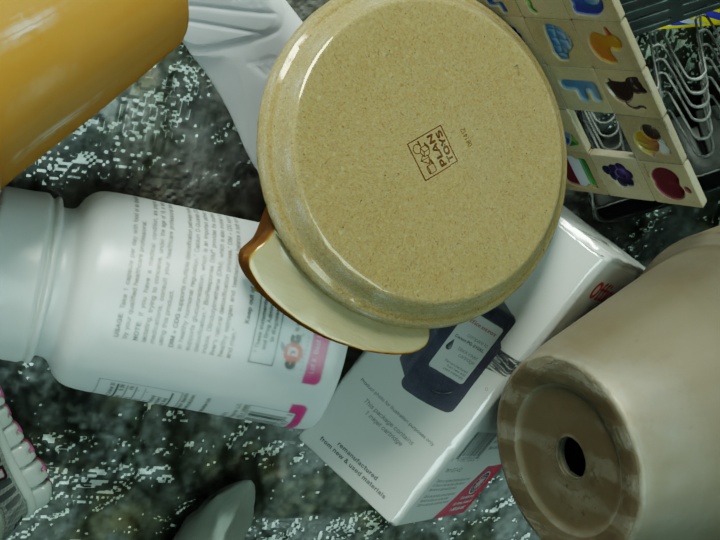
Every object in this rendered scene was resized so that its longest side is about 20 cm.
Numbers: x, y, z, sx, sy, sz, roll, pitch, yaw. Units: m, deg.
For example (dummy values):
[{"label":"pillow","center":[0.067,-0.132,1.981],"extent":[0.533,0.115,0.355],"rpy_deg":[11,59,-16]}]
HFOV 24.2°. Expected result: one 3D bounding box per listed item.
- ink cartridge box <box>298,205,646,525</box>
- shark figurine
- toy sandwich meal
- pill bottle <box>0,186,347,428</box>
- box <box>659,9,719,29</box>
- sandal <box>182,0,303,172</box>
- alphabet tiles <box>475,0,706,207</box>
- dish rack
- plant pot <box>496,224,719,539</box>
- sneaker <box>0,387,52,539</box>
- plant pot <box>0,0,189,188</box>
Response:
[{"label":"ink cartridge box","center":[0.075,0.051,1.020],"extent":[0.200,0.084,0.145],"rpy_deg":[-52,161,9]},{"label":"shark figurine","center":[-0.092,0.254,1.101],"extent":[0.128,0.090,0.215],"rpy_deg":[-23,119,-6]},{"label":"toy sandwich meal","center":[0.021,-0.053,0.902],"extent":[0.205,0.070,0.206],"rpy_deg":[2,86,-26]},{"label":"pill bottle","center":[-0.113,0.018,0.951],"extent":[0.200,0.113,0.114],"rpy_deg":[12,111,-14]},{"label":"box","center":[0.165,-0.181,0.984],"extent":[0.200,0.070,0.064],"rpy_deg":[-7,118,-17]},{"label":"sandal","center":[-0.042,-0.115,0.945],"extent":[0.079,0.059,0.207],"rpy_deg":[-21,116,22]},{"label":"alphabet tiles","center":[0.092,-0.118,0.938],"extent":[0.008,0.167,0.200],"rpy_deg":[-50,128,-25]},{"label":"dish rack","center":[0.193,-0.110,0.976],"extent":[0.153,0.055,0.200],"rpy_deg":[-19,153,6]},{"label":"plant pot","center":[0.177,0.082,0.932],"extent":[0.173,0.200,0.200],"rpy_deg":[-13,120,-33]},{"label":"sneaker","center":[-0.244,0.101,0.943],"extent":[0.088,0.074,0.200],"rpy_deg":[-58,146,-30]},{"label":"plant pot","center":[-0.193,-0.129,0.823],"extent":[0.183,0.200,0.201],"rpy_deg":[-30,123,-21]}]
